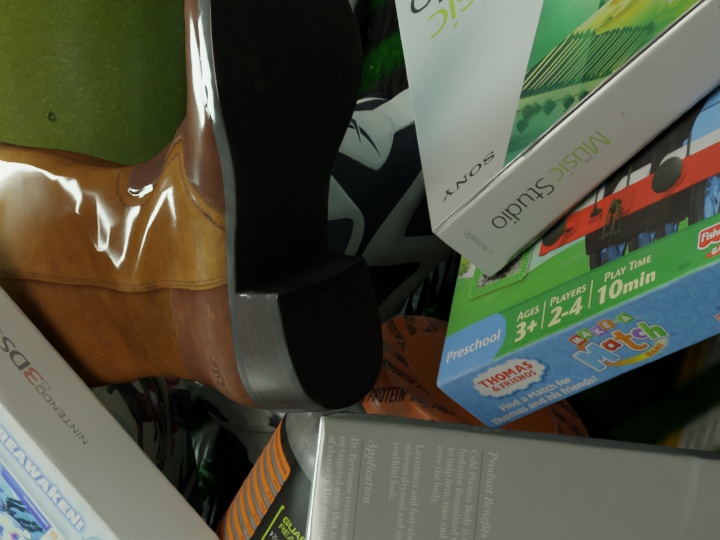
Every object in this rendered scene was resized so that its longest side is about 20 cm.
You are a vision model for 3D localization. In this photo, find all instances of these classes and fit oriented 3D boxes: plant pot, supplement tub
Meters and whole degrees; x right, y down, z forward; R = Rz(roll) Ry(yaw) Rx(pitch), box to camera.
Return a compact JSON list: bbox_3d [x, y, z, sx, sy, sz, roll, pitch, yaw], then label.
[{"bbox_3d":[-0.145,-0.080,1.316,0.187,0.187,0.201,-1,105,46],"label":"plant pot"},{"bbox_3d":[0.000,0.124,1.163,0.123,0.122,0.200,51,120,37],"label":"supplement tub"}]

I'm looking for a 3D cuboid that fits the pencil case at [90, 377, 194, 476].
[{"bbox_3d":[-0.171,0.055,1.277,0.199,0.078,0.090,12,86,30],"label":"pencil case"}]

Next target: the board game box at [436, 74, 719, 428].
[{"bbox_3d":[0.105,-0.055,1.083,0.151,0.037,0.201,-26,39,41],"label":"board game box"}]

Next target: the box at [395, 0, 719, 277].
[{"bbox_3d":[0.077,-0.108,1.107,0.144,0.036,0.201,-41,33,24],"label":"box"}]

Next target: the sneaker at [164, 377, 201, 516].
[{"bbox_3d":[-0.105,0.116,1.311,0.080,0.075,0.201,-10,62,12],"label":"sneaker"}]

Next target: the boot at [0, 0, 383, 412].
[{"bbox_3d":[-0.077,-0.042,1.120,0.199,0.068,0.189,4,113,51],"label":"boot"}]

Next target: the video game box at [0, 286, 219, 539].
[{"bbox_3d":[-0.170,0.086,1.199,0.200,0.047,0.182,49,137,7],"label":"video game box"}]

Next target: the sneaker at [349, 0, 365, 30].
[{"bbox_3d":[-0.050,-0.166,1.282,0.071,0.083,0.201,-10,77,45],"label":"sneaker"}]

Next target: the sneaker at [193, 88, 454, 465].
[{"bbox_3d":[0.000,0.000,1.220,0.079,0.129,0.200,40,151,32],"label":"sneaker"}]

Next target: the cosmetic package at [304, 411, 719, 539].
[{"bbox_3d":[0.079,0.110,1.036,0.199,0.090,0.108,8,88,1],"label":"cosmetic package"}]
